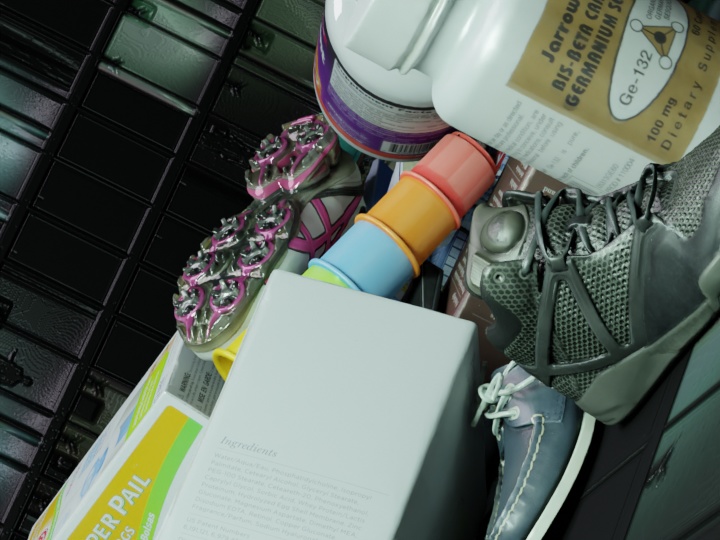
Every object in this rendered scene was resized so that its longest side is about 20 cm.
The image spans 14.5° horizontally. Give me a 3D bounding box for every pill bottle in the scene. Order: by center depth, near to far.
[{"bbox_3d":[0.098,-0.115,1.496,0.115,0.199,0.114,-62,7,13],"label":"pill bottle"},{"bbox_3d":[0.032,-0.140,1.651,0.200,0.111,0.112,110,-175,-77],"label":"pill bottle"}]

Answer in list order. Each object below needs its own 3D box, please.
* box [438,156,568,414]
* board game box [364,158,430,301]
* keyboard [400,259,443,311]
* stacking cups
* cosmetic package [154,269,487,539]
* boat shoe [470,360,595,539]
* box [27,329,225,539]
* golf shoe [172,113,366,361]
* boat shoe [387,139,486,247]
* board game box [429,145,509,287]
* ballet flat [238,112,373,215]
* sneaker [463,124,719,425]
[{"bbox_3d":[0.106,-0.017,1.637,0.201,0.075,0.100,-62,6,8],"label":"box"},{"bbox_3d":[-0.041,0.041,1.868,0.196,0.056,0.200,-42,14,19],"label":"board game box"},{"bbox_3d":[0.002,0.083,1.701,0.201,0.021,0.127,-62,11,23],"label":"keyboard"},{"bbox_3d":[0.000,0.000,1.649,0.200,0.060,0.061,-47,0,-19],"label":"stacking cups"},{"bbox_3d":[-0.018,0.145,1.504,0.200,0.122,0.201,83,-156,-56],"label":"cosmetic package"},{"bbox_3d":[0.093,0.062,1.464,0.075,0.062,0.201,-49,16,59],"label":"boat shoe"},{"bbox_3d":[-0.121,0.144,1.722,0.200,0.101,0.113,-52,11,25],"label":"box"},{"bbox_3d":[-0.044,-0.005,1.715,0.072,0.092,0.200,-11,33,36],"label":"golf shoe"},{"bbox_3d":[0.058,-0.094,1.841,0.062,0.072,0.201,-54,21,34],"label":"boat shoe"},{"bbox_3d":[0.099,-0.046,1.854,0.201,0.061,0.200,-66,7,-13],"label":"board game box"},{"bbox_3d":[-0.051,-0.016,1.831,0.200,0.074,0.074,-53,0,-31],"label":"ballet flat"},{"bbox_3d":[0.119,-0.015,1.340,0.200,0.114,0.076,-55,13,46],"label":"sneaker"}]
